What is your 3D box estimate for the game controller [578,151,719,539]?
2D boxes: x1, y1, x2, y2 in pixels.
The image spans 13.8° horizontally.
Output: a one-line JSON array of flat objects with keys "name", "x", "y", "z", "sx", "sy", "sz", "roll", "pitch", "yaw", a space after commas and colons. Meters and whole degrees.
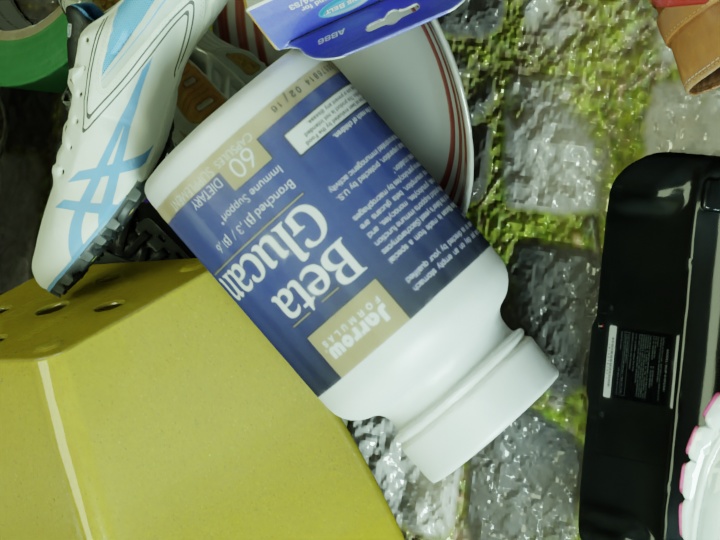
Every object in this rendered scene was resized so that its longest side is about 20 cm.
[{"name": "game controller", "x": 0.147, "y": 0.046, "z": 1.376, "sx": 0.104, "sy": 0.042, "sz": 0.201, "roll": 9, "pitch": 94, "yaw": 57}]

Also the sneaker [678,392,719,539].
[{"name": "sneaker", "x": 0.208, "y": 0.061, "z": 1.273, "sx": 0.088, "sy": 0.081, "sz": 0.201, "roll": 34, "pitch": 103, "yaw": 26}]

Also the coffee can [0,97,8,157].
[{"name": "coffee can", "x": -0.293, "y": -0.020, "z": 1.676, "sx": 0.146, "sy": 0.146, "sz": 0.200, "roll": 51, "pitch": 135, "yaw": 31}]

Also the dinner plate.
[{"name": "dinner plate", "x": -0.005, "y": -0.097, "z": 1.487, "sx": 0.200, "sy": 0.024, "sz": 0.201, "roll": 33, "pitch": 136, "yaw": 39}]

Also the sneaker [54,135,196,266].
[{"name": "sneaker", "x": -0.102, "y": -0.001, "z": 1.558, "sx": 0.070, "sy": 0.099, "sz": 0.200, "roll": -52, "pitch": 55, "yaw": 31}]

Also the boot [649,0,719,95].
[{"name": "boot", "x": 0.135, "y": -0.153, "z": 1.368, "sx": 0.200, "sy": 0.074, "sz": 0.155, "roll": -21, "pitch": 78, "yaw": 43}]

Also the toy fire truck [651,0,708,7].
[{"name": "toy fire truck", "x": 0.122, "y": -0.232, "z": 1.251, "sx": 0.168, "sy": 0.112, "sz": 0.201, "roll": 103, "pitch": 155, "yaw": -60}]

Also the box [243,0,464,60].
[{"name": "box", "x": -0.008, "y": -0.193, "z": 1.406, "sx": 0.119, "sy": 0.041, "sz": 0.201, "roll": -23, "pitch": 51, "yaw": 13}]

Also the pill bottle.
[{"name": "pill bottle", "x": 0.000, "y": 0.000, "z": 1.421, "sx": 0.200, "sy": 0.111, "sz": 0.111, "roll": 49, "pitch": 123, "yaw": 0}]

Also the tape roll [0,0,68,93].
[{"name": "tape roll", "x": -0.177, "y": -0.201, "z": 1.673, "sx": 0.200, "sy": 0.048, "sz": 0.201, "roll": -2, "pitch": 87, "yaw": 43}]

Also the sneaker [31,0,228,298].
[{"name": "sneaker", "x": -0.121, "y": -0.085, "z": 1.450, "sx": 0.072, "sy": 0.072, "sz": 0.201, "roll": 23, "pitch": 98, "yaw": -1}]

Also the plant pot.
[{"name": "plant pot", "x": -0.127, "y": 0.100, "z": 1.474, "sx": 0.199, "sy": 0.200, "sz": 0.177, "roll": -2, "pitch": 110, "yaw": 42}]

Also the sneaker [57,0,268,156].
[{"name": "sneaker", "x": -0.112, "y": -0.108, "z": 1.540, "sx": 0.200, "sy": 0.075, "sz": 0.088, "roll": 54, "pitch": 147, "yaw": 15}]
